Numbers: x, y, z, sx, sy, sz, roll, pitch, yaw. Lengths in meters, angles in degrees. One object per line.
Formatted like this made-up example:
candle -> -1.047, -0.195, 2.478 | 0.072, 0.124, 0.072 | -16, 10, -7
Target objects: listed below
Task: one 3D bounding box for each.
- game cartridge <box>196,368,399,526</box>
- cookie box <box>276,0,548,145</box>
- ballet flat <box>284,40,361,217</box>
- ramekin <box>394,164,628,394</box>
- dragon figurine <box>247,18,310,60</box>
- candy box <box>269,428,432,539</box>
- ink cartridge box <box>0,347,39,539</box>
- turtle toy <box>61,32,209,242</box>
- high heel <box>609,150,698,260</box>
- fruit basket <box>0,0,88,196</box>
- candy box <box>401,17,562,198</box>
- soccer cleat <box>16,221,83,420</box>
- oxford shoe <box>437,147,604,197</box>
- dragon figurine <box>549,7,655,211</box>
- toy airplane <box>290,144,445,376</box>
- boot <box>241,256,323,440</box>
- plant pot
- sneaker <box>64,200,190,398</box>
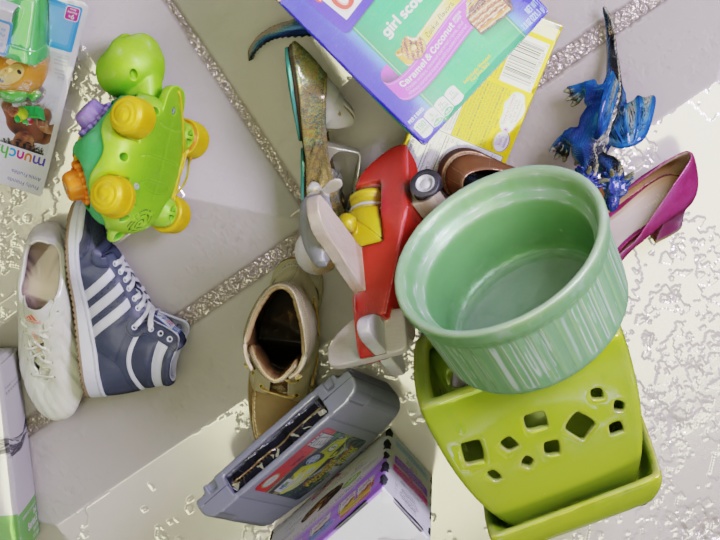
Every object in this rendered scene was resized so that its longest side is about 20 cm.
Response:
game cartridge -> -0.055, 0.177, 1.725 | 0.200, 0.133, 0.041 | -42, 69, 11
cookie box -> 0.043, -0.246, 1.619 | 0.200, 0.075, 0.171 | 43, 95, -5
ballet flat -> -0.033, -0.125, 1.696 | 0.070, 0.071, 0.202 | -3, 113, 5
ramekin -> 0.138, 0.012, 1.552 | 0.199, 0.201, 0.098 | -26, 128, 8
dragon figurine -> -0.015, -0.241, 1.688 | 0.200, 0.059, 0.100 | -41, 94, 8
candy box -> -0.013, 0.254, 1.699 | 0.168, 0.200, 0.072 | -42, 96, 10
ink cartridge box -> -0.409, 0.185, 1.775 | 0.144, 0.084, 0.202 | -4, 100, 4
turtle toy -> -0.220, -0.127, 1.692 | 0.100, 0.146, 0.202 | 12, 87, 25
high heel -> 0.232, -0.040, 1.642 | 0.199, 0.096, 0.068 | -24, 55, -19
fruit basket -> -0.372, -0.189, 1.707 | 0.183, 0.094, 0.202 | 19, 104, 1
candy box -> 0.111, -0.163, 1.708 | 0.101, 0.026, 0.202 | 23, 100, 0
soccer cleat -> -0.311, 0.054, 1.749 | 0.068, 0.078, 0.202 | 0, 100, 4
oxford shoe -> 0.172, -0.062, 1.688 | 0.198, 0.071, 0.072 | 12, 101, -15
dragon figurine -> 0.233, -0.145, 1.645 | 0.058, 0.099, 0.202 | 25, 80, -23
toy airplane -> 0.000, 0.000, 1.647 | 0.140, 0.199, 0.202 | 7, 112, 25
boot -> -0.078, 0.097, 1.700 | 0.072, 0.155, 0.202 | 10, 100, 2
plant pot -> 0.173, 0.138, 1.672 | 0.197, 0.200, 0.183 | -22, 106, 7
sneaker -> -0.228, 0.025, 1.742 | 0.107, 0.070, 0.202 | -3, 104, 7
